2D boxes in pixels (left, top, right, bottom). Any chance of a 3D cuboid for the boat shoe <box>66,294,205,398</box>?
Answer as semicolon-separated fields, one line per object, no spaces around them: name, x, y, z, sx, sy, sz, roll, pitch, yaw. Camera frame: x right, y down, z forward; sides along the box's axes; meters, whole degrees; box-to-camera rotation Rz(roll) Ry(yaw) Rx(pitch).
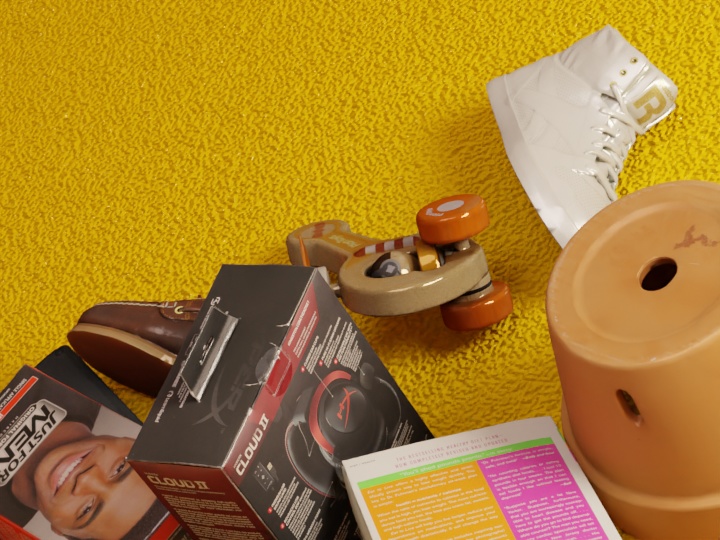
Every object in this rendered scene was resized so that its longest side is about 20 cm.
boat shoe;-0.104;0.052;1.791;0.200;0.070;0.070;15;61;32

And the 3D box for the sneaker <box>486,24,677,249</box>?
sneaker;0.157;-0.088;1.750;0.115;0.074;0.200;-29;40;11

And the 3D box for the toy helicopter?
toy helicopter;0.000;0.000;1.759;0.132;0.079;0.200;-24;20;-22

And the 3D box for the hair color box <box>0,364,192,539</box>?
hair color box;-0.174;0.142;1.705;0.200;0.061;0.102;23;65;43

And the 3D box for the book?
book;0.078;0.160;1.517;0.133;0.048;0.200;-17;31;-5

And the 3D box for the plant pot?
plant pot;0.194;0.043;1.554;0.200;0.140;0.200;-18;44;19

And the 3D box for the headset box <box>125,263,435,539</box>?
headset box;-0.048;0.101;1.608;0.075;0.200;0.149;2;54;34

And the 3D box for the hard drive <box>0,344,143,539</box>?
hard drive;-0.201;0.145;1.791;0.140;0.033;0.200;-41;42;-8
